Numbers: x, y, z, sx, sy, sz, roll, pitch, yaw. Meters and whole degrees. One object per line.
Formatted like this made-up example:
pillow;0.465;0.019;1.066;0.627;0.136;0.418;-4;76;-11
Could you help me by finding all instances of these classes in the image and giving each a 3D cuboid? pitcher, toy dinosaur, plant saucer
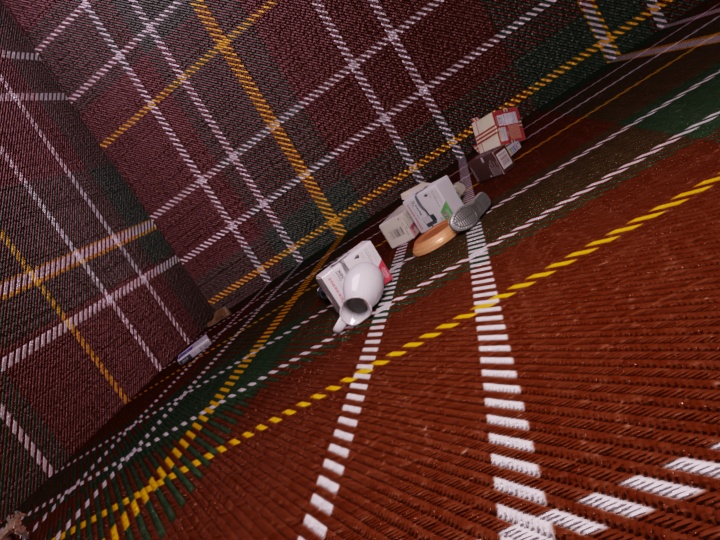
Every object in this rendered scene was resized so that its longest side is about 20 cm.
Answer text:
pitcher;-0.012;0.079;1.558;0.172;0.120;0.201;-46;14;33
toy dinosaur;-1.069;0.815;1.621;0.135;0.086;0.200;-30;-14;-50
plant saucer;0.253;-0.117;1.794;0.198;0.038;0.200;-33;11;7

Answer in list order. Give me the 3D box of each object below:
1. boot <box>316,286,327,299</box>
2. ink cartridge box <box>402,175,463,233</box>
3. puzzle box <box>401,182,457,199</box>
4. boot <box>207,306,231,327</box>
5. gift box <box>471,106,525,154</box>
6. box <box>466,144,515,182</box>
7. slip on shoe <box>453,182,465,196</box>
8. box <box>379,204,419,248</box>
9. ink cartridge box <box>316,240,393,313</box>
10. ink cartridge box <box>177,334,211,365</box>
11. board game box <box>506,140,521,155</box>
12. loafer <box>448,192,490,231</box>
boot;-0.082;0.033;2.020;0.200;0.077;0.168;-43;3;-11
ink cartridge box;0.271;-0.240;2.000;0.083;0.148;0.199;-41;11;-34
puzzle box;0.272;-0.310;2.156;0.132;0.026;0.198;-30;28;-28
boot;-0.970;0.312;3.660;0.198;0.076;0.074;-33;11;13
gift box;0.626;-0.650;2.526;0.196;0.189;0.186;-12;-1;-22
box;0.528;-0.433;2.198;0.074;0.101;0.200;-36;9;-15
slip on shoe;0.358;-0.285;2.181;0.200;0.074;0.062;-45;-10;-39
box;0.185;-0.196;2.175;0.127;0.110;0.200;-24;13;39
ink cartridge box;-0.019;0.023;1.702;0.199;0.148;0.083;-37;13;-14
ink cartridge box;-0.920;0.439;2.995;0.196;0.047;0.200;-39;9;-14
board game box;0.619;-0.512;2.462;0.134;0.035;0.199;-40;11;-32
loafer;0.341;-0.175;1.718;0.199;0.076;0.070;-36;-2;-34
